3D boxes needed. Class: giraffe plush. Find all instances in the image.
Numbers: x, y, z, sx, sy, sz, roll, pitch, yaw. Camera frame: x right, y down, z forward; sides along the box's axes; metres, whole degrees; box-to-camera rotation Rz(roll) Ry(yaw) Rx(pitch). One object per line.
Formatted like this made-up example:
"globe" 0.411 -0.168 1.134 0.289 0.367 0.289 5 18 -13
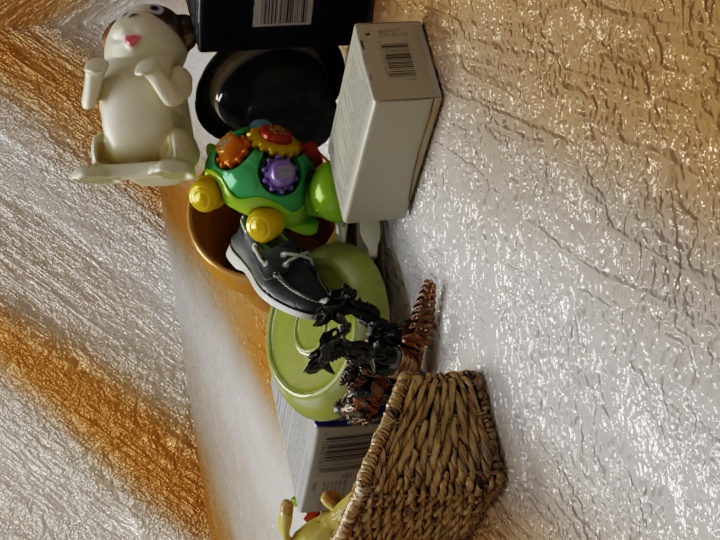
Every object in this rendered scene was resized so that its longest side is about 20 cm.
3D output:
"giraffe plush" 0.005 0.302 1.617 0.162 0.198 0.175 -10 -88 -74

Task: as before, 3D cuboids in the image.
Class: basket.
"basket" 0.035 0.180 1.407 0.201 0.147 0.144 107 154 -60

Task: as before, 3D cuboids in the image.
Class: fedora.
"fedora" -0.093 -0.197 1.745 0.092 0.199 0.202 56 151 36

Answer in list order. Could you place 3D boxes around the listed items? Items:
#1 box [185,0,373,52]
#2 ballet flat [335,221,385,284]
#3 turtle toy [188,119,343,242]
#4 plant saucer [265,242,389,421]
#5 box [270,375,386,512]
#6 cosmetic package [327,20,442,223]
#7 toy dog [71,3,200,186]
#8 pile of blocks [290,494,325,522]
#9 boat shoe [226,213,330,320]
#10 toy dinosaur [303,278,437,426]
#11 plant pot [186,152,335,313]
"box" -0.101 -0.356 1.679 0.125 0.197 0.198 99 161 -44
"ballet flat" 0.000 0.000 1.678 0.062 0.067 0.203 179 86 -67
"turtle toy" -0.086 -0.102 1.643 0.146 0.198 0.102 -40 -26 -60
"plant saucer" -0.047 0.066 1.652 0.199 0.031 0.203 -12 73 46
"box" -0.036 0.157 1.792 0.185 0.104 0.201 103 157 -49
"cosmetic package" 0.021 -0.149 1.508 0.201 0.072 0.105 105 156 -57
"toy dog" -0.235 -0.201 1.677 0.193 0.138 0.203 1 -93 -67
"pile of blocks" -0.064 0.279 1.977 0.082 0.062 0.202 29 132 28
"boat shoe" -0.088 -0.007 1.636 0.200 0.075 0.061 36 113 45
"toy dinosaur" 0.019 0.078 1.529 0.201 0.135 0.102 -61 14 16
"plant pot" -0.107 -0.036 1.889 0.184 0.198 0.202 78 180 -62
